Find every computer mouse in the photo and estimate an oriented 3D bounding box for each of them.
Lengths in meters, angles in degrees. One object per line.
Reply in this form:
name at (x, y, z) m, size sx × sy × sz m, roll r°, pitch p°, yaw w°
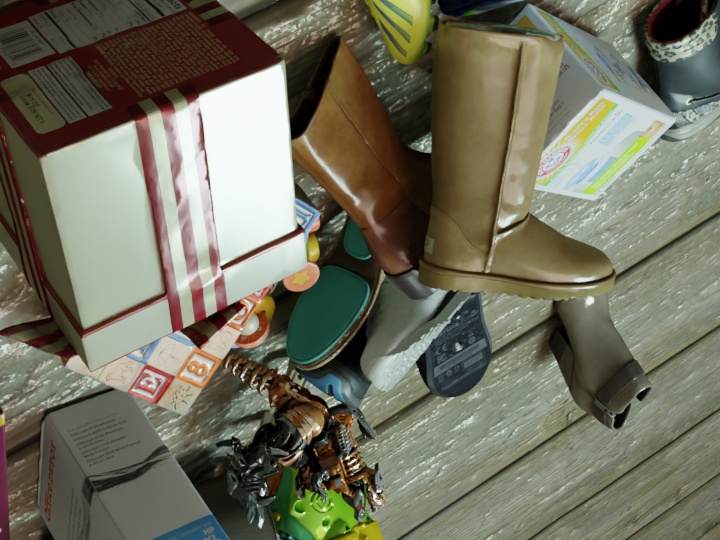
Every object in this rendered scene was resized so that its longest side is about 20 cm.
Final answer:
computer mouse at (0.094, 0.050, 1.290) m, size 0.137 × 0.053 × 0.202 m, roll -26°, pitch 133°, yaw -19°

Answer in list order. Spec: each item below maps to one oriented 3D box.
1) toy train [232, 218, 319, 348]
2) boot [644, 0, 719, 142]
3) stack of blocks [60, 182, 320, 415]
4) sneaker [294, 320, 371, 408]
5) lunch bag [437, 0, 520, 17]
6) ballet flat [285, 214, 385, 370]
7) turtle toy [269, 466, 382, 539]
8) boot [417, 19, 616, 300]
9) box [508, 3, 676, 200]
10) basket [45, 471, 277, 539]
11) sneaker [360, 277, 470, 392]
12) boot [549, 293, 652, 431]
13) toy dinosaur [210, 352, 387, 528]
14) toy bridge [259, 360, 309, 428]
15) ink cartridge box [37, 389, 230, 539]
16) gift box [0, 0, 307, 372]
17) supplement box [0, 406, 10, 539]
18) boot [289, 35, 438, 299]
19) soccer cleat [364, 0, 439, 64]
toy train at (-0.110, 0.021, 1.025) m, size 0.200 × 0.056 × 0.150 m, roll -48°, pitch 148°, yaw 13°
boot at (0.365, -0.237, 1.201) m, size 0.203 × 0.074 × 0.154 m, roll -39°, pitch 145°, yaw -5°
stack of blocks at (-0.136, 0.001, 0.933) m, size 0.114 × 0.059 × 0.201 m, roll 28°, pitch 102°, yaw -35°
sneaker at (-0.008, 0.071, 1.147) m, size 0.082 × 0.073 × 0.200 m, roll -57°, pitch 178°, yaw 10°
lunch bag at (0.161, -0.273, 0.902) m, size 0.168 × 0.129 × 0.200 m, roll -19°, pitch 161°, yaw -32°
ballet flat at (0.000, 0.000, 1.073) m, size 0.202 × 0.070 × 0.065 m, roll -61°, pitch 156°, yaw 3°
turtle toy at (-0.046, 0.252, 1.317) m, size 0.100 × 0.148 × 0.200 m, roll -23°, pitch 169°, yaw 15°
boot at (0.132, -0.082, 0.927) m, size 0.172 × 0.066 × 0.203 m, roll 1°, pitch 108°, yaw -17°
box at (0.177, -0.140, 1.052) m, size 0.113 × 0.102 × 0.199 m, roll -45°, pitch 158°, yaw 22°
basket at (-0.203, 0.293, 1.190) m, size 0.198 × 0.137 × 0.180 m, roll -11°, pitch 158°, yaw -32°
sneaker at (0.037, 0.040, 1.111) m, size 0.077 × 0.080 × 0.200 m, roll -51°, pitch 176°, yaw 31°
boot at (0.298, 0.093, 1.461) m, size 0.070 × 0.147 × 0.202 m, roll -21°, pitch 143°, yaw -24°
toy dinosaur at (-0.063, 0.158, 1.136) m, size 0.135 × 0.201 × 0.102 m, roll -40°, pitch 166°, yaw 7°
toy bridge at (-0.093, 0.173, 1.220) m, size 0.027 × 0.068 × 0.202 m, roll 21°, pitch 122°, yaw -9°
ink cartridge box at (-0.199, 0.227, 1.047) m, size 0.083 × 0.200 × 0.146 m, roll -19°, pitch 142°, yaw -33°
gift box at (-0.160, -0.062, 0.764) m, size 0.198 × 0.185 × 0.189 m, roll -23°, pitch 136°, yaw -20°
supplement box at (-0.337, 0.162, 0.928) m, size 0.109 × 0.086 × 0.202 m, roll -20°, pitch 143°, yaw -30°
boot at (0.024, -0.108, 0.982) m, size 0.200 × 0.068 × 0.190 m, roll 50°, pitch 58°, yaw -33°
soccer cleat at (0.014, -0.225, 0.870) m, size 0.082 × 0.066 × 0.201 m, roll -6°, pitch 149°, yaw 2°
